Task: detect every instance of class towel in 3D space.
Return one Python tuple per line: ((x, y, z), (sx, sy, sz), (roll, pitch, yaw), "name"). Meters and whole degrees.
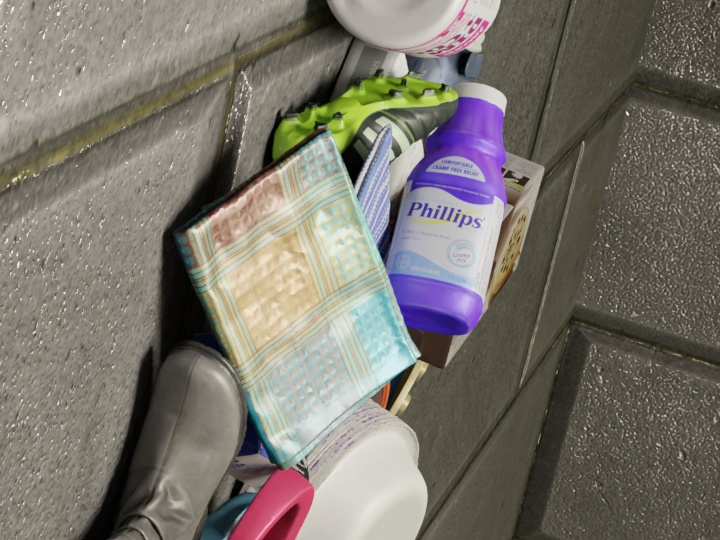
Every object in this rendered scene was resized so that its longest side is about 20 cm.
((-0.040, 0.021, 1.459), (0.146, 0.022, 0.201), (-38, 122, -28), "towel")
((0.000, 0.000, 1.608), (0.200, 0.024, 0.145), (90, 19, -61), "towel")

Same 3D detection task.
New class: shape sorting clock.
((0.022, 0.128, 2.049), (0.200, 0.039, 0.200), (-54, -170, 14), "shape sorting clock")

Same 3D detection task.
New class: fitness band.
((-0.099, 0.229, 1.567), (0.144, 0.037, 0.201), (-39, 161, -53), "fitness band")

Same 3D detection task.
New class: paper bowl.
((-0.020, 0.213, 1.827), (0.201, 0.104, 0.201), (-43, 152, -29), "paper bowl")

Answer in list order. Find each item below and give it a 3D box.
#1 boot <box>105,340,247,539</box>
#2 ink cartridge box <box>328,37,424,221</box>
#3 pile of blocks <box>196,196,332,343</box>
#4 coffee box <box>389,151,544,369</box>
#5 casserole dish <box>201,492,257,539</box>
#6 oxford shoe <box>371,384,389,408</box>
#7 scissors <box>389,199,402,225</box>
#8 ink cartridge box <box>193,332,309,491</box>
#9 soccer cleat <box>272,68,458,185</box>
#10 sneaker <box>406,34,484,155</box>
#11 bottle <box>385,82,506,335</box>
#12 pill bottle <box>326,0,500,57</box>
((-0.139, 0.157, 1.423), (0.132, 0.069, 0.201), (-50, 156, -57), "boot")
((0.001, -0.078, 1.760), (0.200, 0.050, 0.163), (79, 31, -65), "ink cartridge box")
((-0.072, 0.027, 1.488), (0.082, 0.062, 0.200), (-47, 126, -22), "pile of blocks")
((0.081, -0.018, 1.815), (0.200, 0.079, 0.114), (-48, 156, -56), "coffee box")
((-0.114, 0.261, 1.704), (0.121, 0.039, 0.201), (-36, 144, -45), "casserole dish")
((-0.020, 0.084, 1.878), (0.073, 0.071, 0.201), (-49, 145, -46), "oxford shoe")
((0.034, 0.001, 1.865), (0.200, 0.014, 0.073), (90, 20, -59), "scissors")
((-0.081, 0.109, 1.599), (0.200, 0.044, 0.095), (54, 29, -74), "ink cartridge box")
((0.001, -0.101, 1.628), (0.200, 0.067, 0.081), (-24, 132, -45), "soccer cleat")
((0.079, -0.163, 1.918), (0.147, 0.080, 0.200), (-64, 160, -18), "sneaker")
((0.074, -0.051, 1.680), (0.065, 0.083, 0.201), (79, 24, -69), "bottle")
((0.046, -0.222, 1.619), (0.200, 0.113, 0.114), (-12, 119, -76), "pill bottle")
